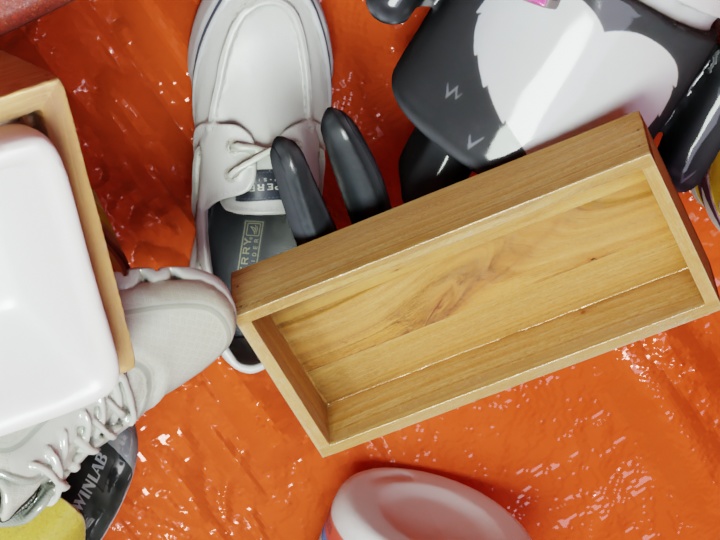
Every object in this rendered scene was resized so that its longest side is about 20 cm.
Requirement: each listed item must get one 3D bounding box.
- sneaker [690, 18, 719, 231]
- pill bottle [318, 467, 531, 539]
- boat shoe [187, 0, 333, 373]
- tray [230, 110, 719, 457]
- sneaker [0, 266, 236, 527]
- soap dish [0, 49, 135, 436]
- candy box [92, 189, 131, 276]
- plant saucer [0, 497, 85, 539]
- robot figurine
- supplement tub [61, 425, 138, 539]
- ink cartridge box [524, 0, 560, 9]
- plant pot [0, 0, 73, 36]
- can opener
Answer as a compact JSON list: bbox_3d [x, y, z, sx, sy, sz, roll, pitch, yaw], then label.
[{"bbox_3d":[0.204,-0.103,1.197,0.075,0.090,0.201,-6,117,-10],"label":"sneaker"},{"bbox_3d":[0.010,0.214,1.299,0.112,0.112,0.201,13,112,-18],"label":"pill bottle"},{"bbox_3d":[-0.050,-0.047,1.182,0.072,0.066,0.201,4,115,-14],"label":"boat shoe"},{"bbox_3d":[0.052,0.008,1.126,0.199,0.037,0.099,-21,129,13],"label":"tray"},{"bbox_3d":[-0.136,0.066,1.065,0.199,0.081,0.075,-27,134,-15],"label":"sneaker"},{"bbox_3d":[-0.200,0.005,0.982,0.199,0.081,0.158,-19,133,-9],"label":"soap dish"},{"bbox_3d":[-0.186,-0.027,1.103,0.056,0.117,0.200,-42,134,13],"label":"candy box"},{"bbox_3d":[-0.231,0.167,1.156,0.199,0.049,0.200,10,139,2],"label":"plant saucer"},{"bbox_3d":[0.093,-0.104,1.151,0.150,0.125,0.200,14,114,-48],"label":"robot figurine"},{"bbox_3d":[-0.214,0.066,1.169,0.200,0.123,0.123,37,103,-25],"label":"supplement tub"},{"bbox_3d":[0.012,-0.194,1.082,0.199,0.037,0.095,24,100,12],"label":"ink cartridge box"},{"bbox_3d":[-0.154,-0.215,1.014,0.176,0.200,0.201,-14,119,-18],"label":"plant pot"},{"bbox_3d":[0.000,0.000,1.176,0.063,0.079,0.200,-41,141,-9],"label":"can opener"}]
